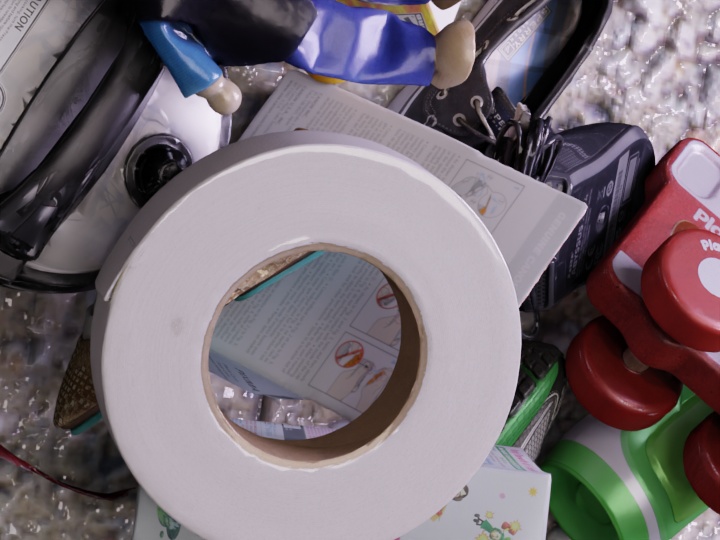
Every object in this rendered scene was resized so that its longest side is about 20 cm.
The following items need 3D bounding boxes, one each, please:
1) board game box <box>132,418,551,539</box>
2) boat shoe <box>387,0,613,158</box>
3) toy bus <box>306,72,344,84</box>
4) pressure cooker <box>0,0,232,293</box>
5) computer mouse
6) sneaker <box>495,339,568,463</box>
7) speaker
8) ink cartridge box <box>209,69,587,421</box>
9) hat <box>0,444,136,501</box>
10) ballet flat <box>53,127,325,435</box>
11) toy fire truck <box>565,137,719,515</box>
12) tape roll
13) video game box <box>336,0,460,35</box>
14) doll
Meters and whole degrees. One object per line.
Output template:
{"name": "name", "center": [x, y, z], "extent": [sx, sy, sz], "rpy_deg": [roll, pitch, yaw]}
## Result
{"name": "board game box", "center": [-0.011, 0.115, 1.399], "extent": [0.200, 0.148, 0.064], "rpy_deg": [6, 91, -2]}
{"name": "boat shoe", "center": [0.073, -0.090, 1.514], "extent": [0.070, 0.066, 0.200], "rpy_deg": [47, 72, -23]}
{"name": "toy bus", "center": [-0.007, -0.200, 1.415], "extent": [0.065, 0.078, 0.200], "rpy_deg": [-19, 138, -26]}
{"name": "pressure cooker", "center": [-0.156, -0.078, 1.315], "extent": [0.179, 0.200, 0.176], "rpy_deg": [-10, 99, -27]}
{"name": "computer mouse", "center": [0.103, -0.036, 1.507], "extent": [0.200, 0.053, 0.139], "rpy_deg": [-24, 126, -61]}
{"name": "sneaker", "center": [0.060, 0.129, 1.529], "extent": [0.085, 0.078, 0.200], "rpy_deg": [30, 89, -34]}
{"name": "speaker", "center": [0.199, 0.084, 1.587], "extent": [0.200, 0.088, 0.088], "rpy_deg": [-35, 109, -22]}
{"name": "ink cartridge box", "center": [0.000, 0.000, 1.412], "extent": [0.160, 0.200, 0.047], "rpy_deg": [-55, 148, -14]}
{"name": "hat", "center": [-0.243, 0.067, 1.378], "extent": [0.166, 0.176, 0.200], "rpy_deg": [-20, 96, 12]}
{"name": "ballet flat", "center": [-0.086, -0.001, 1.373], "extent": [0.200, 0.071, 0.065], "rpy_deg": [-38, 103, -8]}
{"name": "toy fire truck", "center": [0.221, 0.031, 1.517], "extent": [0.200, 0.112, 0.168], "rpy_deg": [39, 48, 1]}
{"name": "tape roll", "center": [-0.026, 0.036, 1.276], "extent": [0.203, 0.037, 0.203], "rpy_deg": [-4, 105, -13]}
{"name": "video game box", "center": [-0.063, -0.192, 1.331], "extent": [0.047, 0.182, 0.200], "rpy_deg": [-67, 148, -34]}
{"name": "doll", "center": [-0.046, -0.136, 1.251], "extent": [0.200, 0.048, 0.137], "rpy_deg": [7, 77, -24]}
